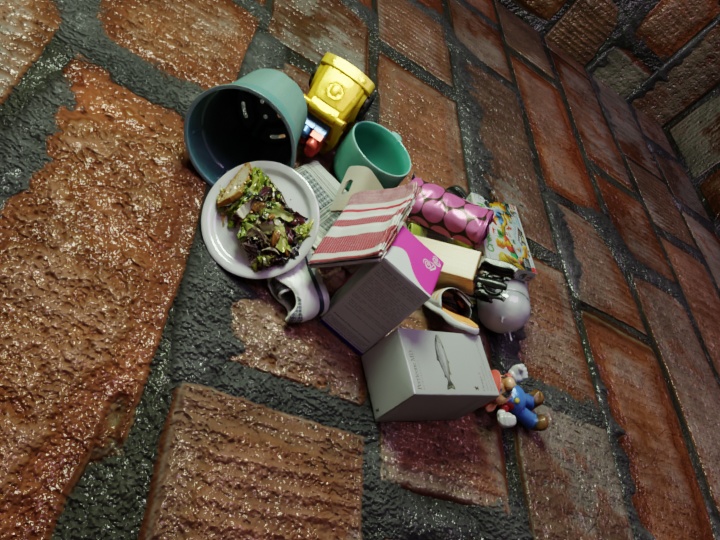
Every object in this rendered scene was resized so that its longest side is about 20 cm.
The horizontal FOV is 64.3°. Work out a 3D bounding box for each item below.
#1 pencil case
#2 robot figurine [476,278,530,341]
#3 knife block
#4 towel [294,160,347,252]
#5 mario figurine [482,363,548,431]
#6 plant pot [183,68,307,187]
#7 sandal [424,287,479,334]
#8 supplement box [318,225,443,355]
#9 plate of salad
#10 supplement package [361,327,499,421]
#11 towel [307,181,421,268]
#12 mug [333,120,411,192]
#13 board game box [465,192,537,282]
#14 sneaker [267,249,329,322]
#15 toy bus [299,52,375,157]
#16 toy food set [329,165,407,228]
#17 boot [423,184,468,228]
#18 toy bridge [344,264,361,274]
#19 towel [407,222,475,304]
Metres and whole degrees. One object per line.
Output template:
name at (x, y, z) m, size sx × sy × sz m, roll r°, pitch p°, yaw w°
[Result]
pencil case at (0.181, -0.125, 1.189) m, size 0.198 × 0.092 × 0.094 m, roll 30°, pitch 48°, yaw 19°
robot figurine at (0.309, 0.052, 1.252) m, size 0.169 × 0.112 × 0.202 m, roll 40°, pitch 38°, yaw -33°
knife block at (0.197, -0.007, 1.113) m, size 0.199 × 0.175 × 0.065 m, roll 34°, pitch 64°, yaw -24°
towel at (-0.077, -0.119, 1.123) m, size 0.201 × 0.035 × 0.192 m, roll 49°, pitch 40°, yaw 2°
mario figurine at (0.293, 0.238, 1.089) m, size 0.198 × 0.107 × 0.123 m, roll 28°, pitch 8°, yaw -31°
plant pot at (-0.188, -0.265, 1.039) m, size 0.199 × 0.201 × 0.197 m, roll 34°, pitch 34°, yaw -13°
sandal at (0.184, 0.068, 1.094) m, size 0.078 × 0.060 × 0.207 m, roll 22°, pitch 5°, yaw -15°
supplement box at (0.033, 0.036, 0.962) m, size 0.103 × 0.200 × 0.102 m, roll 39°, pitch 41°, yaw -6°
plate of salad at (-0.165, -0.088, 0.934) m, size 0.196 × 0.048 × 0.204 m, roll 0°, pitch 76°, yaw 0°
supplement package at (0.118, 0.181, 0.981) m, size 0.197 × 0.117 × 0.119 m, roll 9°, pitch 54°, yaw -35°
towel at (0.007, -0.077, 0.945) m, size 0.023 × 0.142 × 0.201 m, roll 63°, pitch 38°, yaw -30°
mug at (0.028, -0.224, 1.237) m, size 0.183 × 0.114 × 0.154 m, roll -3°, pitch 59°, yaw -42°
board game box at (0.302, -0.074, 1.249) m, size 0.124 × 0.035 × 0.203 m, roll 13°, pitch 48°, yaw -20°
sneaker at (-0.125, -0.008, 0.966) m, size 0.079 × 0.077 × 0.202 m, roll -15°, pitch 66°, yaw -34°
toy bus at (-0.074, -0.317, 1.210) m, size 0.134 × 0.200 × 0.194 m, roll 31°, pitch 73°, yaw -4°
toy food set at (0.020, -0.089, 1.132) m, size 0.201 × 0.060 × 0.145 m, roll 53°, pitch 37°, yaw -29°
boot at (0.227, -0.097, 1.307) m, size 0.212 × 0.079 × 0.157 m, roll 50°, pitch 34°, yaw 8°
toy bridge at (0.000, 0.000, 1.068) m, size 0.199 × 0.027 × 0.067 m, roll 37°, pitch -5°, yaw -32°
towel at (0.174, -0.011, 1.218) m, size 0.197 × 0.023 × 0.147 m, roll 16°, pitch 73°, yaw -31°
